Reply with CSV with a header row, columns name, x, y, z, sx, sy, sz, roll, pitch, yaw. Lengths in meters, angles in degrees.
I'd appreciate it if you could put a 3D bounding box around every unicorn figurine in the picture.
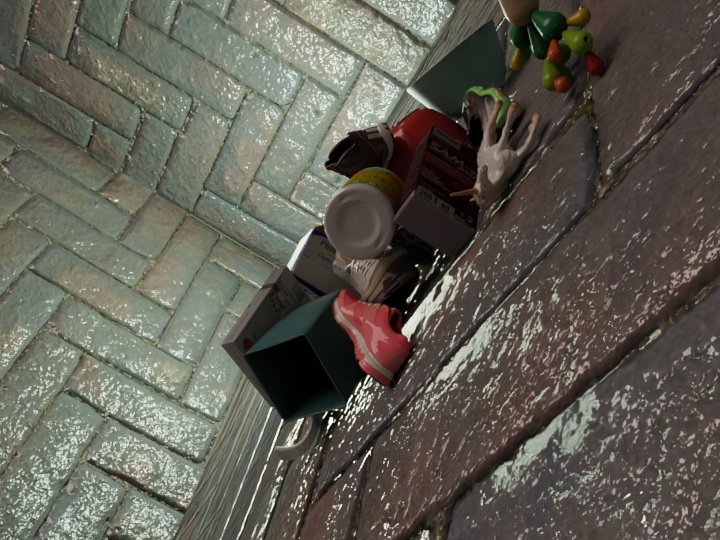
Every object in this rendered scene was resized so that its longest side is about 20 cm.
name,x,y,z,sx,sy,sz,roll,pitch,yaw
unicorn figurine,0.189,-0.158,0.969,0.200,0.072,0.140,-37,-30,-76

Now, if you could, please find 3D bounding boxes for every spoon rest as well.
name,x,y,z,sx,sy,sz,roll,pitch,yaw
spoon rest,-0.095,0.252,1.305,0.100,0.059,0.203,67,-147,-46

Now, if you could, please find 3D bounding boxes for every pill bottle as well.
name,x,y,z,sx,sy,sz,roll,pitch,yaw
pill bottle,0.017,-0.099,1.117,0.112,0.110,0.200,-57,0,22

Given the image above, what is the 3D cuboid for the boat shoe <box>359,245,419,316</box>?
name,x,y,z,sx,sy,sz,roll,pitch,yaw
boat shoe,0.042,0.053,1.130,0.071,0.065,0.203,-13,-40,-35

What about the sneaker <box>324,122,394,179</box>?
name,x,y,z,sx,sy,sz,roll,pitch,yaw
sneaker,-0.015,-0.165,1.242,0.076,0.113,0.204,-123,33,-42

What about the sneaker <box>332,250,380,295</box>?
name,x,y,z,sx,sy,sz,roll,pitch,yaw
sneaker,0.000,0.000,1.248,0.074,0.115,0.200,-51,-3,-14

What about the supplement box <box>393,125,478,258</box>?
name,x,y,z,sx,sy,sz,roll,pitch,yaw
supplement box,0.124,-0.124,1.073,0.061,0.107,0.202,-51,14,40

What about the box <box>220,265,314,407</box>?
name,x,y,z,sx,sy,sz,roll,pitch,yaw
box,-0.147,0.117,1.284,0.040,0.157,0.202,-16,31,37

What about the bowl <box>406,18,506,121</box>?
name,x,y,z,sx,sy,sz,roll,pitch,yaw
bowl,0.191,-0.354,1.310,0.199,0.106,0.201,-37,6,4

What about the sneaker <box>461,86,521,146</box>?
name,x,y,z,sx,sy,sz,roll,pitch,yaw
sneaker,0.195,-0.247,1.155,0.085,0.076,0.200,-55,8,6

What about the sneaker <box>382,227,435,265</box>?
name,x,y,z,sx,sy,sz,roll,pitch,yaw
sneaker,0.090,-0.061,1.195,0.086,0.076,0.200,-58,8,-11

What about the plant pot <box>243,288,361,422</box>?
name,x,y,z,sx,sy,sz,roll,pitch,yaw
plant pot,-0.073,0.131,1.233,0.139,0.143,0.201,-20,19,31

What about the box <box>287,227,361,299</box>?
name,x,y,z,sx,sy,sz,roll,pitch,yaw
box,-0.057,0.018,1.439,0.107,0.181,0.200,-60,8,-11

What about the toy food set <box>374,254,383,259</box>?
name,x,y,z,sx,sy,sz,roll,pitch,yaw
toy food set,0.057,-0.086,1.366,0.144,0.060,0.200,-49,1,-1

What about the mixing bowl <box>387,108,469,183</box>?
name,x,y,z,sx,sy,sz,roll,pitch,yaw
mixing bowl,0.102,-0.221,1.293,0.199,0.109,0.200,-38,0,0

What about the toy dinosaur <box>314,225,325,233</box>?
name,x,y,z,sx,sy,sz,roll,pitch,yaw
toy dinosaur,-0.025,-0.044,1.502,0.198,0.186,0.104,-31,27,-36

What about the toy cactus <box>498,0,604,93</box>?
name,x,y,z,sx,sy,sz,roll,pitch,yaw
toy cactus,0.231,-0.310,0.900,0.101,0.166,0.201,-37,18,10

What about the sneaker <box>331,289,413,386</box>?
name,x,y,z,sx,sy,sz,roll,pitch,yaw
sneaker,0.024,0.082,1.054,0.087,0.073,0.201,-45,38,10
